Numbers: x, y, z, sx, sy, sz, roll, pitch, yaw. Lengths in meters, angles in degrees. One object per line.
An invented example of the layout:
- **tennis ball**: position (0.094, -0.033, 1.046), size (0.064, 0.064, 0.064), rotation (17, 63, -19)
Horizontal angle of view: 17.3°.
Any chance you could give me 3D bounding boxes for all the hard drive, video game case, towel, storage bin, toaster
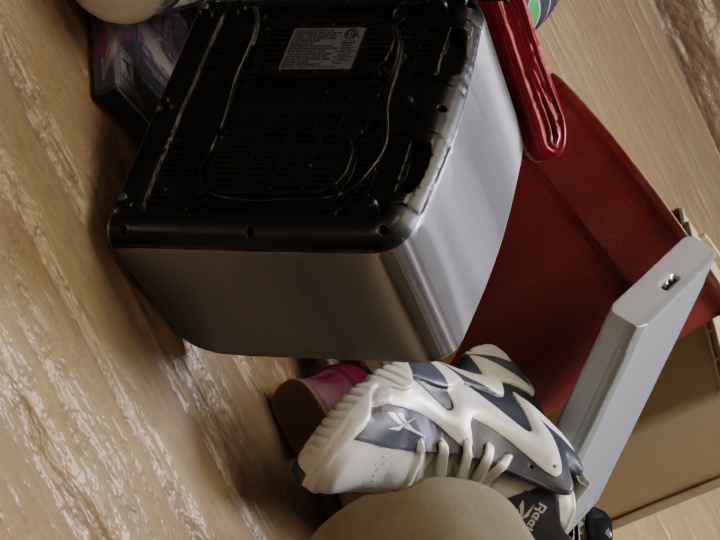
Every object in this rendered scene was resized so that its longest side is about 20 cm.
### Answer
- **hard drive**: position (0.150, 0.085, 1.457), size (0.026, 0.200, 0.132), rotation (31, 32, 16)
- **video game case**: position (-0.120, -0.138, 1.427), size (0.143, 0.019, 0.200), rotation (49, 25, -46)
- **towel**: position (0.057, -0.129, 1.405), size (0.200, 0.022, 0.145), rotation (-2, -73, 70)
- **storage bin**: position (0.186, 0.080, 1.764), size (0.094, 0.200, 0.199), rotation (49, 24, -40)
- **toaster**: position (-0.011, -0.056, 1.280), size (0.119, 0.200, 0.181), rotation (63, 36, -47)

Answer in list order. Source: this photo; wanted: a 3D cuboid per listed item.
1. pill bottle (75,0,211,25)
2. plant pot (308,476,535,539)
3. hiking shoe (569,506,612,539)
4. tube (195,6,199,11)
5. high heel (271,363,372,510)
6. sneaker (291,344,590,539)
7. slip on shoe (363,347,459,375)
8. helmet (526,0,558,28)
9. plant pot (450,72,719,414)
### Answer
- **pill bottle**: position (-0.080, -0.213, 1.375), size (0.200, 0.106, 0.106), rotation (-25, 92, -48)
- **plant pot**: position (0.050, 0.215, 1.229), size (0.200, 0.200, 0.184), rotation (50, 13, -44)
- **hiking shoe**: position (0.114, 0.171, 1.593), size (0.200, 0.101, 0.076), rotation (49, 24, -45)
- **tube**: position (-0.114, -0.226, 1.461), size (0.200, 0.052, 0.058), rotation (58, -25, -11)
- **high heel**: position (0.019, 0.146, 1.399), size (0.200, 0.067, 0.096), rotation (57, 25, 14)
- **sneaker**: position (0.059, 0.117, 1.328), size (0.130, 0.080, 0.199), rotation (45, 24, 21)
- **slip on shoe**: position (0.000, 0.000, 1.486), size (0.200, 0.061, 0.074), rotation (56, 0, 38)
- **helmet**: position (0.074, -0.257, 1.867), size (0.200, 0.191, 0.200), rotation (57, 19, -31)
- **plant pot**: position (0.109, 0.008, 1.566), size (0.201, 0.195, 0.201), rotation (53, 2, -2)
